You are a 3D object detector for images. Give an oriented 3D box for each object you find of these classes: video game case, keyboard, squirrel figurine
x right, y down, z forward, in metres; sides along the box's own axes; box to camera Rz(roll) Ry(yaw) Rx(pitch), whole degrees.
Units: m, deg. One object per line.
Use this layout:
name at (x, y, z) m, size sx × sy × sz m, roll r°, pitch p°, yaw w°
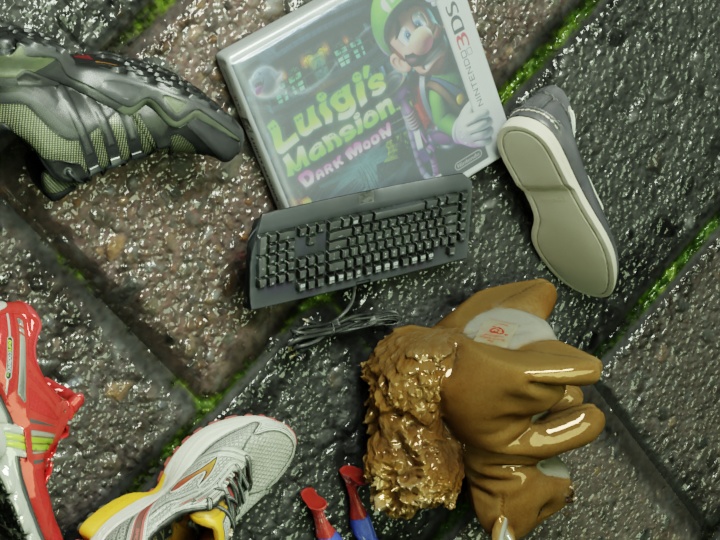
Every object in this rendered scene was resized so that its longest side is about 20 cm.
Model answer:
video game case at (0.010, -0.123, 1.229) m, size 0.200 × 0.023 × 0.182 m, roll -32°, pitch 118°, yaw -20°
keyboard at (0.000, 0.000, 1.240) m, size 0.200 × 0.021 × 0.127 m, roll -13°, pitch 123°, yaw -32°
squirrel figurine at (0.089, 0.130, 1.306) m, size 0.200 × 0.142 × 0.187 m, roll -9°, pitch 120°, yaw -16°

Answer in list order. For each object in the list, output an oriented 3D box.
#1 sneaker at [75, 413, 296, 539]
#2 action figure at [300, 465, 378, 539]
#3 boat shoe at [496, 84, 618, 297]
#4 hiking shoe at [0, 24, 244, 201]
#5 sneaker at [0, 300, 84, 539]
sneaker at (-0.111, 0.176, 1.193) m, size 0.200 × 0.082 × 0.078 m, roll -39°, pitch 124°, yaw -38°
action figure at (0.019, 0.262, 1.308) m, size 0.065 × 0.099 × 0.200 m, roll -27°, pitch 119°, yaw -21°
boat shoe at (0.169, -0.060, 1.316) m, size 0.063 × 0.073 × 0.200 m, roll -57°, pitch 136°, yaw -30°
hiking shoe at (-0.177, -0.093, 1.102) m, size 0.200 × 0.076 × 0.101 m, roll 16°, pitch 104°, yaw -25°
sneaker at (-0.222, 0.114, 1.128) m, size 0.085 × 0.077 × 0.200 m, roll -25°, pitch 117°, yaw -31°
